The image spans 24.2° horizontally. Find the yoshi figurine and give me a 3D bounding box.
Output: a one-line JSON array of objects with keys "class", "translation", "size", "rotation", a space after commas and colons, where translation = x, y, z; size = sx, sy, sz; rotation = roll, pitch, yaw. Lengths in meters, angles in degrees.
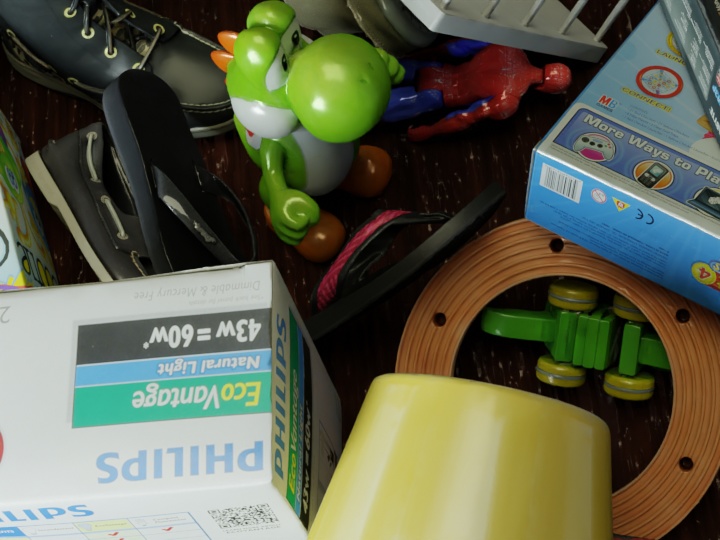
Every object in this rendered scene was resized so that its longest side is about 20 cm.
[{"class": "yoshi figurine", "translation": [-0.020, -0.081, 1.008], "size": [0.111, 0.200, 0.113], "rotation": [-16, 61, 1]}]

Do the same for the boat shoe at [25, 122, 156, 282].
[{"class": "boat shoe", "translation": [-0.146, -0.021, 1.075], "size": [0.062, 0.073, 0.200], "rotation": [-36, 59, -4]}]

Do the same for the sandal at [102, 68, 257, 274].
[{"class": "sandal", "translation": [-0.105, -0.040, 1.050], "size": [0.043, 0.076, 0.202], "rotation": [-32, 78, 31]}]

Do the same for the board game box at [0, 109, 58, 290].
[{"class": "board game box", "translation": [-0.257, -0.010, 1.072], "size": [0.102, 0.105, 0.202], "rotation": [-20, 63, 0]}]

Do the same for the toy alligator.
[{"class": "toy alligator", "translation": [0.171, 0.043, 0.995], "size": [0.198, 0.054, 0.060], "rotation": [10, 104, 16]}]

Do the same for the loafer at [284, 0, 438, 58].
[{"class": "loafer", "translation": [-0.007, -0.175, 1.098], "size": [0.070, 0.075, 0.200], "rotation": [-41, 26, 5]}]

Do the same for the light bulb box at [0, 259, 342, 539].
[{"class": "light bulb box", "translation": [-0.120, 0.099, 0.938], "size": [0.196, 0.200, 0.126], "rotation": [-5, 63, 7]}]

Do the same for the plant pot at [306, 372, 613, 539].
[{"class": "plant pot", "translation": [0.048, 0.160, 0.859], "size": [0.198, 0.201, 0.191], "rotation": [8, 77, 14]}]

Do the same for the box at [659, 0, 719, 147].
[{"class": "box", "translation": [0.259, -0.147, 0.956], "size": [0.157, 0.046, 0.201], "rotation": [-6, 49, -8]}]

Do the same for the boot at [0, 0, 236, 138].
[{"class": "boot", "translation": [-0.170, -0.166, 1.103], "size": [0.202, 0.154, 0.074], "rotation": [19, 69, 19]}]

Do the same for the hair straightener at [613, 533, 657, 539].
[{"class": "hair straightener", "translation": [0.144, 0.183, 0.927], "size": [0.198, 0.041, 0.078], "rotation": [9, 84, 17]}]

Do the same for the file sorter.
[{"class": "file sorter", "translation": [0.089, -0.229, 1.041], "size": [0.139, 0.199, 0.125], "rotation": [48, 117, 26]}]

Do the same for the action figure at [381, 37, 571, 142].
[{"class": "action figure", "translation": [0.040, -0.120, 1.100], "size": [0.198, 0.052, 0.066], "rotation": [-2, 68, 17]}]

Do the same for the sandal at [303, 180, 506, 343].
[{"class": "sandal", "translation": [0.000, 0.000, 0.995], "size": [0.199, 0.075, 0.045], "rotation": [-35, 85, 27]}]

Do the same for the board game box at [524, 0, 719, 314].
[{"class": "board game box", "translation": [0.226, -0.065, 0.952], "size": [0.199, 0.056, 0.196], "rotation": [28, 53, 20]}]

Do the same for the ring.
[{"class": "ring", "translation": [0.117, 0.068, 0.969], "size": [0.198, 0.019, 0.203], "rotation": [0, 91, 18]}]
